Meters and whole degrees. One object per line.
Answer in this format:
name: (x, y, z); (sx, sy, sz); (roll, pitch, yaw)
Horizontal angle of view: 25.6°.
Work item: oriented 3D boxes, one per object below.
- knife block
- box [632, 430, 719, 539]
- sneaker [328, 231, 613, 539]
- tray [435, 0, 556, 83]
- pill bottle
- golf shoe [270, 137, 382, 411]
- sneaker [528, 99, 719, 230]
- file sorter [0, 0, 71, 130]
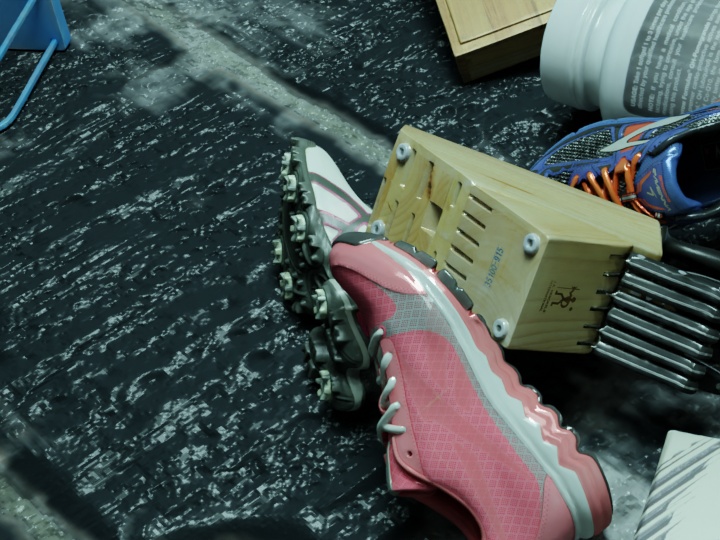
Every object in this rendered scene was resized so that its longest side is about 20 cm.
knife block: (0.123, -0.004, 0.860); (0.174, 0.064, 0.200); (5, 23, -38)
box: (0.142, 0.171, 0.688); (0.068, 0.083, 0.201); (9, 43, 21)
sneaker: (0.036, 0.067, 0.790); (0.087, 0.074, 0.200); (-36, 75, -13)
tray: (0.089, -0.237, 1.127); (0.098, 0.037, 0.201); (-19, 58, 6)
pill bottle: (0.216, -0.120, 0.976); (0.199, 0.111, 0.111); (20, 49, 28)
golf shoe: (0.000, 0.000, 0.922); (0.087, 0.078, 0.201); (-3, 46, -17)
sneaker: (0.167, -0.054, 0.893); (0.199, 0.076, 0.078); (-22, 6, 25)
file sorter: (-0.307, -0.208, 1.099); (0.137, 0.201, 0.123); (3, 45, 13)
